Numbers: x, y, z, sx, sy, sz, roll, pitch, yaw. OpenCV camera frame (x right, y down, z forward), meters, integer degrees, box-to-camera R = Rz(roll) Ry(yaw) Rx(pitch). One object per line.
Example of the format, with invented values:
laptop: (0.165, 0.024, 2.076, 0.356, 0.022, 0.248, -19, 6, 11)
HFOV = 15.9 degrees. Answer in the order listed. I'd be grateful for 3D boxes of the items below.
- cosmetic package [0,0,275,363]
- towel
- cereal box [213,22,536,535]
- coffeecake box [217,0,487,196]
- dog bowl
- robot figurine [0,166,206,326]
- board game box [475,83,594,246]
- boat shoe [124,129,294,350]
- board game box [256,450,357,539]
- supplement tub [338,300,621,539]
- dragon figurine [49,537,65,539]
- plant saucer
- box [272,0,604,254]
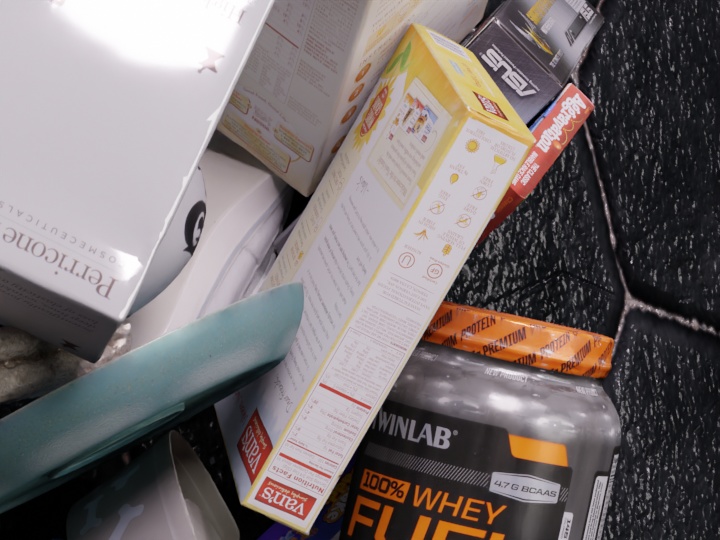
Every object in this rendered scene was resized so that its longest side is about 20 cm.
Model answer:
cosmetic package: (-0.100, -0.078, 0.996, 0.101, 0.074, 0.201, 25, 71, -7)
towel: (-0.196, 0.049, 1.012, 0.200, 0.132, 0.035, -10, 89, -54)
cereal box: (0.000, 0.000, 1.137, 0.039, 0.144, 0.200, 25, 105, -17)
coffeecake box: (0.011, -0.153, 1.196, 0.073, 0.200, 0.154, 37, 58, 10)
dog bowl: (-0.068, 0.173, 1.126, 0.200, 0.058, 0.201, -24, 90, -90)
robot figurine: (-0.145, -0.067, 1.107, 0.150, 0.124, 0.200, -51, 125, -38)
board game box: (0.028, -0.003, 1.225, 0.019, 0.200, 0.103, 43, 37, -4)
boat shoe: (-0.073, -0.004, 1.255, 0.069, 0.072, 0.200, 72, 30, -43)
board game box: (0.017, 0.162, 1.302, 0.200, 0.045, 0.135, -42, 122, -19)
supplement tub: (0.053, 0.119, 1.211, 0.122, 0.122, 0.201, 10, 91, -54)
dragon figurine: (-0.158, 0.214, 1.104, 0.059, 0.099, 0.200, 47, 68, -42)
plant saucer: (-0.107, 0.062, 1.080, 0.200, 0.200, 0.027, -24, 85, -54)
box: (0.044, -0.073, 1.298, 0.048, 0.158, 0.200, 45, 19, -2)
